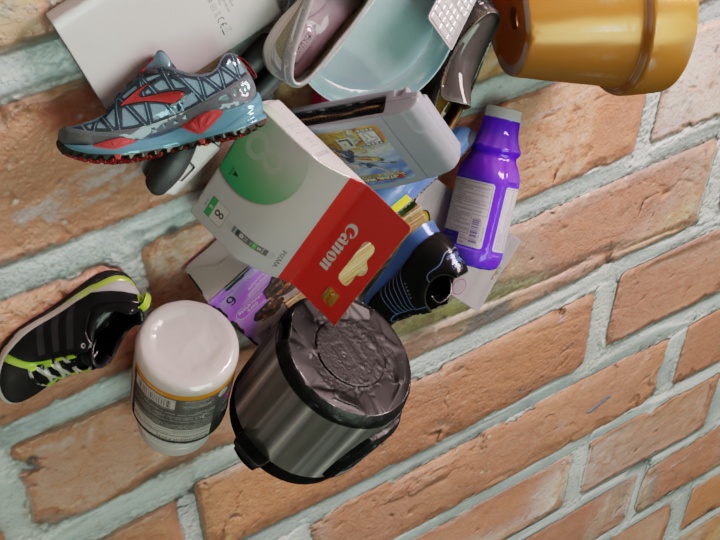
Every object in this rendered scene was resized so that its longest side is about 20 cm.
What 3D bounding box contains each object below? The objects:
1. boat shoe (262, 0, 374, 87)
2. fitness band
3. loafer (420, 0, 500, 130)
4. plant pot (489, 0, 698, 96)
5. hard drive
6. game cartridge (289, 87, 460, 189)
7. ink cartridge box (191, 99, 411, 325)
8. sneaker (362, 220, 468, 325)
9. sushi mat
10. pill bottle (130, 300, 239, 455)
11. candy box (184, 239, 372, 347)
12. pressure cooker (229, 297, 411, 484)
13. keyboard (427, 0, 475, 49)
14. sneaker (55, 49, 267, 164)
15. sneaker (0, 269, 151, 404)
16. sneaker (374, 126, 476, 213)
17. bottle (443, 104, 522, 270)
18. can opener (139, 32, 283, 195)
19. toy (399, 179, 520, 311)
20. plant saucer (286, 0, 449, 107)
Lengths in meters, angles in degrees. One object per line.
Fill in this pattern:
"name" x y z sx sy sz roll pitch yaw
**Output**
"boat shoe" -0.020 -0.269 1.045 0.074 0.065 0.203 35 94 -34
"fitness band" 0.036 -0.211 1.217 0.199 0.037 0.144 -35 141 -7
"loafer" 0.104 -0.203 1.198 0.072 0.072 0.201 5 123 -43
"plant pot" 0.251 -0.294 1.215 0.181 0.201 0.202 -9 133 -13
"hard drive" -0.181 -0.243 1.016 0.199 0.026 0.132 -35 140 -9
"game cartridge" 0.001 -0.135 1.159 0.198 0.042 0.133 -6 147 28
"ink cartridge box" -0.068 -0.054 1.127 0.161 0.200 0.050 -51 169 33
"sneaker" 0.062 0.029 1.291 0.070 0.078 0.201 -27 159 -35
"sushi mat" 0.000 0.000 1.272 0.199 0.012 0.096 -36 151 -8
"pill bottle" -0.207 0.131 1.235 0.115 0.117 0.201 -20 155 -24
"candy box" -0.086 0.009 1.287 0.168 0.072 0.200 -42 141 -1
"pressure cooker" -0.054 0.145 1.236 0.174 0.180 0.200 16 136 -26
"keyboard" 0.124 -0.333 1.135 0.202 0.011 0.056 -64 146 -14
"sneaker" -0.194 -0.157 1.020 0.198 0.079 0.097 -14 94 -12
"sneaker" -0.313 0.081 1.155 0.200 0.083 0.072 -43 141 1
"sneaker" 0.061 -0.131 1.289 0.200 0.079 0.066 -41 180 -28
"bottle" 0.159 -0.106 1.352 0.065 0.083 0.202 6 99 -43
"can opener" -0.143 -0.152 1.091 0.200 0.067 0.053 -45 121 3
"toy" 0.117 -0.038 1.428 0.199 0.047 0.116 30 93 -42
"plant saucer" 0.012 -0.269 1.116 0.198 0.027 0.202 -11 117 -22
